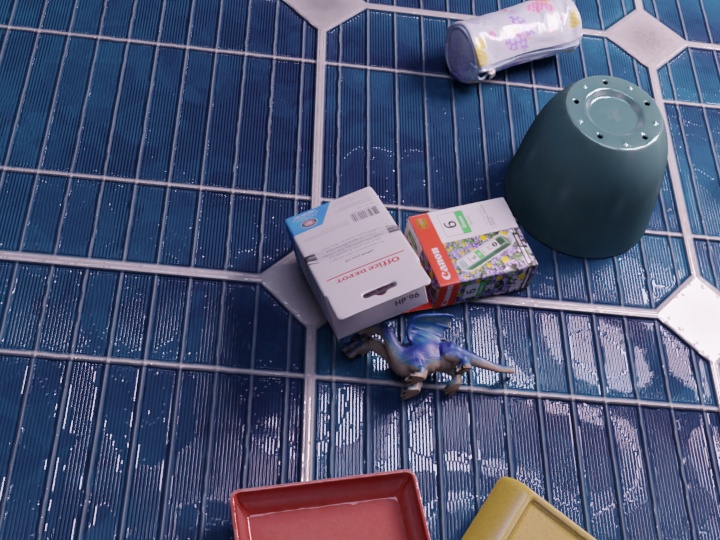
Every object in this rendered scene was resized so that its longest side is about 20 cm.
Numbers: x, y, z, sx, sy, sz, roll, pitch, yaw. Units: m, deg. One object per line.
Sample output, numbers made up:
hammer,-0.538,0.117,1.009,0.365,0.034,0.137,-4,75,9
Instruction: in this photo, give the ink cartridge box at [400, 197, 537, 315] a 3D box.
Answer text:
ink cartridge box,0.103,-0.016,1.373,0.197,0.051,0.110,-12,57,-19

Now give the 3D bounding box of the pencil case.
pencil case,0.215,-0.325,1.588,0.198,0.084,0.091,-22,44,-25

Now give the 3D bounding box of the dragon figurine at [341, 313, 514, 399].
dragon figurine,0.080,0.086,1.289,0.196,0.059,0.101,-7,56,-13

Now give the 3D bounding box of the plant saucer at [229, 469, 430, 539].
plant saucer,-0.022,0.306,1.125,0.196,0.037,0.202,-5,55,-13

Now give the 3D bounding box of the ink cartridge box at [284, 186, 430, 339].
ink cartridge box,0.000,0.000,1.281,0.114,0.069,0.201,-21,39,-7

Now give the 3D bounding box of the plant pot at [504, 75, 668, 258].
plant pot,0.296,-0.145,1.434,0.197,0.162,0.203,5,53,-6

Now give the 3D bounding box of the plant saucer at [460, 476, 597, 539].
plant saucer,0.186,0.319,1.121,0.199,0.049,0.200,36,49,8
